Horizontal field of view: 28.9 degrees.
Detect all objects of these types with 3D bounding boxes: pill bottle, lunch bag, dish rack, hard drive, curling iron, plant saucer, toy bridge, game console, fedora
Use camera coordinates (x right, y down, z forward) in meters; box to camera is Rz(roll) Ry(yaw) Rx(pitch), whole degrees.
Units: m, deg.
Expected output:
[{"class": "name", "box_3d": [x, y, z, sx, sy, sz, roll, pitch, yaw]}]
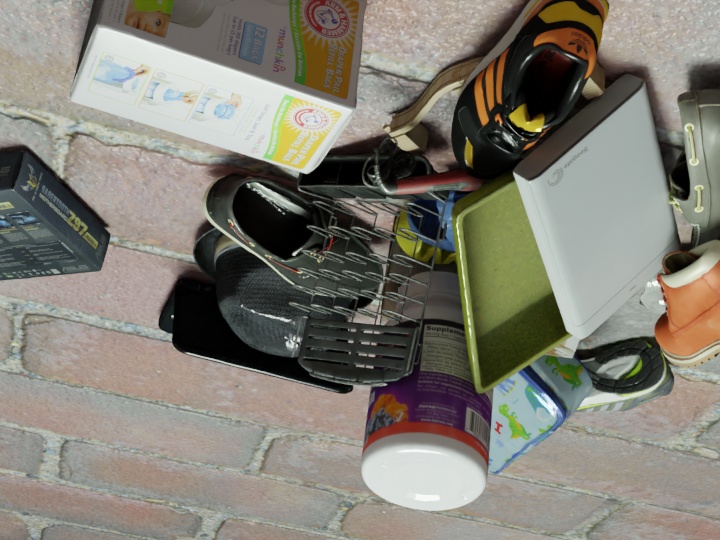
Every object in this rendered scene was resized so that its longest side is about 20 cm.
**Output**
[{"class": "pill bottle", "box_3d": [0.065, 0.103, 1.260, 0.111, 0.201, 0.112, 5, 142, 4]}, {"class": "lunch bag", "box_3d": [0.142, 0.121, 1.507, 0.161, 0.082, 0.200, 47, 147, 4]}, {"class": "dish rack", "box_3d": [0.000, 0.000, 1.242, 0.153, 0.201, 0.054, 3, 167, 42]}, {"class": "hard drive", "box_3d": [0.204, -0.049, 1.171, 0.027, 0.132, 0.200, 36, 160, 43]}, {"class": "curling iron", "box_3d": [0.094, -0.090, 1.189, 0.199, 0.050, 0.026, -3, 168, -23]}, {"class": "plant saucer", "box_3d": [0.153, -0.023, 1.198, 0.048, 0.199, 0.200, 37, 147, 43]}, {"class": "toy bridge", "box_3d": [0.098, -0.143, 1.152, 0.199, 0.027, 0.067, -15, 141, 36]}, {"class": "game console", "box_3d": [-0.121, 0.093, 1.538, 0.199, 0.117, 0.176, 16, 150, -14]}, {"class": "fedora", "box_3d": [-0.080, 0.028, 1.433, 0.199, 0.092, 0.201, 6, 151, 3]}]

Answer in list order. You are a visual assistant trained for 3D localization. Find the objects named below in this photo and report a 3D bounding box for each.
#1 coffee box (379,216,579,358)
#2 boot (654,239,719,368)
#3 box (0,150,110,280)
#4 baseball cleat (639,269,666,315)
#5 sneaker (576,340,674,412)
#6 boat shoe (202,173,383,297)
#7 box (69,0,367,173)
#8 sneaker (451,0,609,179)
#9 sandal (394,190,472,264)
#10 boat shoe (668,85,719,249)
[{"class": "coffee box", "box_3d": [0.123, 0.017, 1.377, 0.199, 0.080, 0.115, 8, 149, 0]}, {"class": "boot", "box_3d": [0.301, 0.025, 1.247, 0.107, 0.075, 0.200, 43, 164, -3]}, {"class": "box", "box_3d": [-0.379, -0.050, 1.414, 0.199, 0.051, 0.158, -6, 149, 25]}, {"class": "baseball cleat", "box_3d": [0.329, 0.004, 1.317, 0.106, 0.070, 0.200, 14, 150, -12]}, {"class": "sneaker", "box_3d": [0.261, 0.135, 1.570, 0.199, 0.074, 0.081, -11, 150, 34]}, {"class": "boat shoe", "box_3d": [-0.056, -0.028, 1.336, 0.201, 0.074, 0.063, 30, 170, -27]}, {"class": "box", "box_3d": [-0.106, -0.169, 1.067, 0.199, 0.113, 0.101, 17, 149, -16]}, {"class": "sneaker", "box_3d": [0.119, -0.127, 1.067, 0.070, 0.090, 0.200, 24, 136, -9]}, {"class": "sandal", "box_3d": [0.135, -0.036, 1.290, 0.199, 0.080, 0.087, 9, 148, -6]}, {"class": "boat shoe", "box_3d": [0.289, -0.081, 1.172, 0.060, 0.072, 0.202, 2, 146, 9]}]
